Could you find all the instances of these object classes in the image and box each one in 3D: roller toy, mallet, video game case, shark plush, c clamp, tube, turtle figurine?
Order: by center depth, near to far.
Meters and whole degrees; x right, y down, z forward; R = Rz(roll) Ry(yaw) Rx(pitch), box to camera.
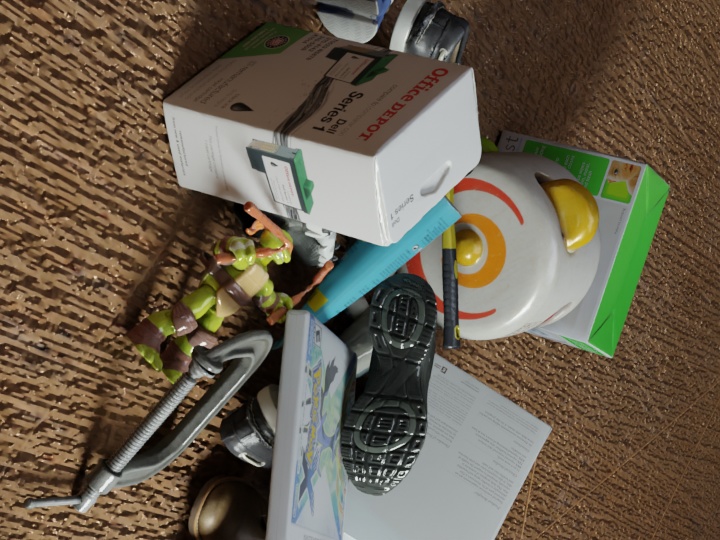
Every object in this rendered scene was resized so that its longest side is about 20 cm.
[{"bbox_3d":[-0.151,0.119,1.215,0.200,0.027,0.171,-47,162,8],"label":"c clamp"},{"bbox_3d":[-0.110,0.014,1.225,0.161,0.064,0.200,-43,161,-4],"label":"turtle figurine"},{"bbox_3d":[-0.039,0.151,1.328,0.182,0.022,0.201,48,44,-70],"label":"video game case"},{"bbox_3d":[0.000,0.000,1.368,0.200,0.050,0.077,-43,177,5],"label":"tube"},{"bbox_3d":[0.077,-0.028,1.443,0.066,0.041,0.201,12,78,-58],"label":"mallet"},{"bbox_3d":[0.133,-0.024,1.529,0.140,0.200,0.183,-8,118,-58],"label":"roller toy"},{"bbox_3d":[0.014,0.065,1.537,0.083,0.091,0.200,-56,173,19],"label":"shark plush"}]

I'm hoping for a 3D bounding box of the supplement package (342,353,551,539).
[{"bbox_3d":[0.057,0.211,1.511,0.200,0.152,0.151,-59,-177,-23],"label":"supplement package"}]

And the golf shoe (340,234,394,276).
[{"bbox_3d":[0.024,-0.063,1.411,0.077,0.088,0.200,-80,165,-44],"label":"golf shoe"}]

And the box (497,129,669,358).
[{"bbox_3d":[0.212,-0.030,1.674,0.097,0.176,0.200,28,81,-61],"label":"box"}]

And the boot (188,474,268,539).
[{"bbox_3d":[-0.087,0.241,1.412,0.074,0.075,0.200,-63,148,-13],"label":"boot"}]

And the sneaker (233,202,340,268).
[{"bbox_3d":[-0.060,-0.049,1.313,0.200,0.090,0.067,87,12,-79],"label":"sneaker"}]

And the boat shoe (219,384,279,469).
[{"bbox_3d":[-0.072,0.149,1.401,0.060,0.074,0.200,-29,167,6],"label":"boat shoe"}]

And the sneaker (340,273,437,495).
[{"bbox_3d":[0.036,0.104,1.397,0.091,0.076,0.200,14,90,-80],"label":"sneaker"}]

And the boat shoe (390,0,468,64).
[{"bbox_3d":[0.064,-0.172,1.406,0.074,0.060,0.200,-58,166,-27],"label":"boat shoe"}]

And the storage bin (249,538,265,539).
[{"bbox_3d":[-0.099,0.352,1.351,0.200,0.146,0.134,-42,156,-3],"label":"storage bin"}]

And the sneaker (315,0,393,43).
[{"bbox_3d":[0.012,-0.302,1.298,0.115,0.080,0.200,-49,150,-42],"label":"sneaker"}]

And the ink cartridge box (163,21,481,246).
[{"bbox_3d":[-0.026,-0.110,1.196,0.146,0.200,0.084,-45,140,-40],"label":"ink cartridge box"}]
